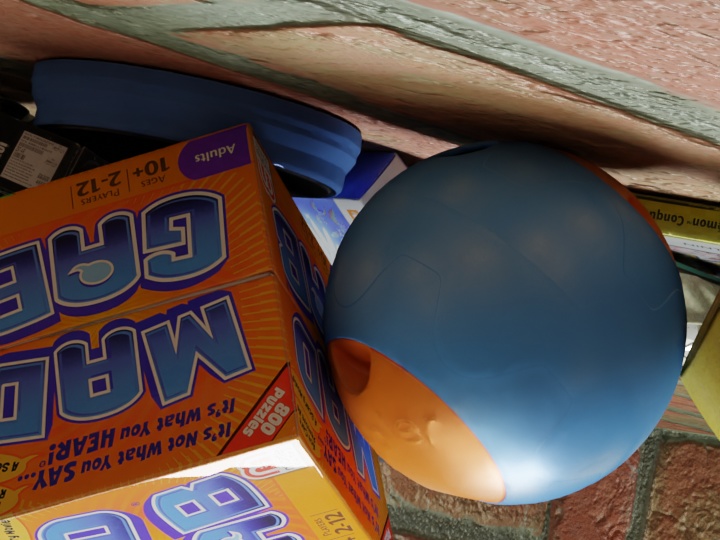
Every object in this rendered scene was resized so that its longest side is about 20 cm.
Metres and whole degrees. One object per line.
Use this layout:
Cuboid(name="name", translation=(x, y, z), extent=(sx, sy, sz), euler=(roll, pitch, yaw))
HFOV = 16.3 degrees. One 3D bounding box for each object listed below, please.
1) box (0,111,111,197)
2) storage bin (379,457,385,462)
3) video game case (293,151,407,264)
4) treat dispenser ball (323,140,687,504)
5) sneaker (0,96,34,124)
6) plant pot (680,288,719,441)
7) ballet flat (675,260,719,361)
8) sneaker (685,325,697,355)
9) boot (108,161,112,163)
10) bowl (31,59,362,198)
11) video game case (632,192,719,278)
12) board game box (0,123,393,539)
Cuboid(name="box", translation=(-0.193, -0.051, 1.545), extent=(0.200, 0.044, 0.160), euler=(22, 172, 41))
Cuboid(name="storage bin", translation=(-0.037, 0.046, 1.915), extent=(0.200, 0.094, 0.135), euler=(45, -166, 24))
Cuboid(name="video game case", translation=(0.000, 0.000, 1.644), extent=(0.200, 0.045, 0.181), euler=(5, 139, 53))
Cuboid(name="treat dispenser ball", translation=(0.079, 0.029, 1.385), extent=(0.201, 0.201, 0.201), euler=(12, 175, 1))
Cuboid(name="sneaker", translation=(-0.317, -0.093, 1.659), extent=(0.200, 0.079, 0.090), euler=(14, 178, -26))
Cuboid(name="plant pot", translation=(0.259, 0.048, 1.373), extent=(0.142, 0.200, 0.200), euler=(27, 176, 5))
Cuboid(name="ballet flat", translation=(0.228, 0.033, 1.602), extent=(0.200, 0.062, 0.067), euler=(14, 175, -32))
Cuboid(name="sneaker", translation=(0.176, 0.023, 1.727), extent=(0.200, 0.075, 0.100), euler=(0, 170, 23))
Cuboid(name="boot", translation=(-0.158, -0.023, 1.705), extent=(0.077, 0.139, 0.200), euler=(12, 174, 9))
Cuboid(name="bowl", translation=(-0.100, -0.081, 1.494), extent=(0.200, 0.039, 0.201), euler=(12, 175, 1))
Cuboid(name="video game case", translation=(0.259, -0.008, 1.558), extent=(0.180, 0.026, 0.200), euler=(10, 175, 16))
Cuboid(name="board game box", translation=(-0.112, 0.074, 1.422), extent=(0.200, 0.200, 0.200), euler=(-16, 148, 9))
